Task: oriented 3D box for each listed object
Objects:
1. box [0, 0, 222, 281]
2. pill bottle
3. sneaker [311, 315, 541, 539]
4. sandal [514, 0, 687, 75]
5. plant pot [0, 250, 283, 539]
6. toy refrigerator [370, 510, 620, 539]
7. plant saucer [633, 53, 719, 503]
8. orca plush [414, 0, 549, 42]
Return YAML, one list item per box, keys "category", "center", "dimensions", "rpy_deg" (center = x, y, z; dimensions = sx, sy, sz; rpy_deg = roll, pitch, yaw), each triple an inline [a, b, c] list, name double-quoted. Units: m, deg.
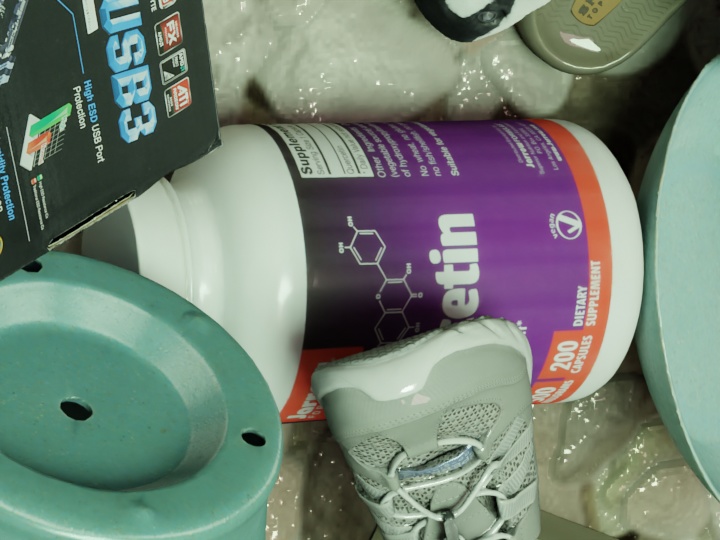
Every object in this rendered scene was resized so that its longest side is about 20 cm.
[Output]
- category: "box"
  center: [-0.134, -0.074, 0.575]
  dimensions: [0.198, 0.050, 0.201]
  rpy_deg: [-36, 141, -30]
- category: "pill bottle"
  center: [0.000, 0.000, 0.805]
  dimensions: [0.199, 0.112, 0.113]
  rpy_deg: [-3, 108, -23]
- category: "sneaker"
  center: [0.038, 0.077, 0.752]
  dimensions: [0.074, 0.082, 0.200]
  rpy_deg: [-17, 156, 8]
- category: "sandal"
  center: [0.126, -0.152, 0.811]
  dimensions: [0.081, 0.055, 0.200]
  rpy_deg: [31, 117, -15]
- category: "plant pot"
  center: [-0.118, 0.103, 0.703]
  dimensions: [0.199, 0.201, 0.189]
  rpy_deg: [6, 127, -26]
- category: "toy refrigerator"
  center: [0.098, 0.158, 0.925]
  dimensions: [0.199, 0.070, 0.076]
  rpy_deg: [23, 95, -29]
- category: "plant saucer"
  center: [0.156, 0.009, 0.886]
  dimensions: [0.200, 0.038, 0.203]
  rpy_deg: [7, 81, -53]
- category: "orca plush"
  center: [0.077, -0.162, 0.768]
  dimensions: [0.199, 0.106, 0.071]
  rpy_deg: [-31, 154, 35]
